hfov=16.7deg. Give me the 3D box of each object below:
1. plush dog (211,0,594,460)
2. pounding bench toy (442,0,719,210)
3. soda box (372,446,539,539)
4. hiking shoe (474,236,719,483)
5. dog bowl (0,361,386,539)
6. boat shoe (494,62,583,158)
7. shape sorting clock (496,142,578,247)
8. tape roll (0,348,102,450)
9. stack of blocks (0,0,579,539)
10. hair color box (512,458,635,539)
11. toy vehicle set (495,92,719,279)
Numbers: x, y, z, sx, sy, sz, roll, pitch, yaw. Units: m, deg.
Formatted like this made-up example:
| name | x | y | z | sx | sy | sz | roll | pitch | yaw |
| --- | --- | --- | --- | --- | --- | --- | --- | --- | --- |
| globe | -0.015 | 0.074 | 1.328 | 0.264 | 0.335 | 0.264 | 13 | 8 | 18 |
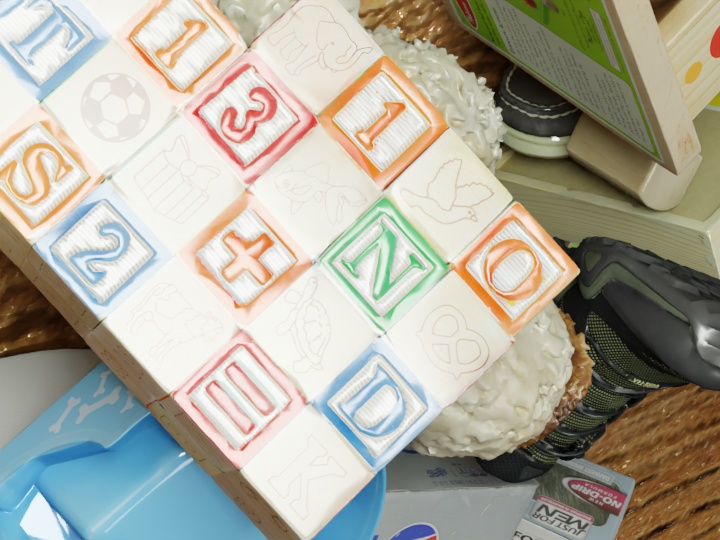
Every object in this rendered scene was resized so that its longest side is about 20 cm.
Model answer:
| name | x | y | z | sx | sy | sz | roll | pitch | yaw |
| --- | --- | --- | --- | --- | --- | --- | --- | --- | --- |
| plush dog | 0.000 | 0.000 | 0.865 | 0.161 | 0.172 | 0.200 | -53 | 154 | 5 |
| pounding bench toy | 0.121 | -0.133 | 0.915 | 0.156 | 0.124 | 0.200 | -46 | 146 | -10 |
| soda box | -0.025 | 0.100 | 1.024 | 0.199 | 0.063 | 0.068 | 1 | 123 | -40 |
| hiking shoe | 0.090 | 0.041 | 0.968 | 0.075 | 0.200 | 0.101 | 20 | 87 | -24 |
| dog bowl | -0.086 | 0.097 | 0.797 | 0.200 | 0.050 | 0.112 | -41 | 130 | 1 |
| boat shoe | 0.129 | -0.125 | 1.031 | 0.201 | 0.072 | 0.066 | -37 | 138 | -20 |
| shape sorting clock | 0.046 | 0.017 | 1.106 | 0.200 | 0.039 | 0.200 | -37 | 151 | -25 |
| tape roll | -0.114 | 0.129 | 0.887 | 0.201 | 0.071 | 0.203 | -15 | 130 | -18 |
| stack of blocks | -0.047 | -0.031 | 0.722 | 0.115 | 0.200 | 0.059 | -44 | -177 | -13 |
| hair color box | 0.062 | 0.173 | 1.243 | 0.061 | 0.099 | 0.201 | -57 | 166 | -48 |
| toy vehicle set | 0.158 | -0.079 | 1.041 | 0.200 | 0.124 | 0.027 | -43 | 130 | -27 |
